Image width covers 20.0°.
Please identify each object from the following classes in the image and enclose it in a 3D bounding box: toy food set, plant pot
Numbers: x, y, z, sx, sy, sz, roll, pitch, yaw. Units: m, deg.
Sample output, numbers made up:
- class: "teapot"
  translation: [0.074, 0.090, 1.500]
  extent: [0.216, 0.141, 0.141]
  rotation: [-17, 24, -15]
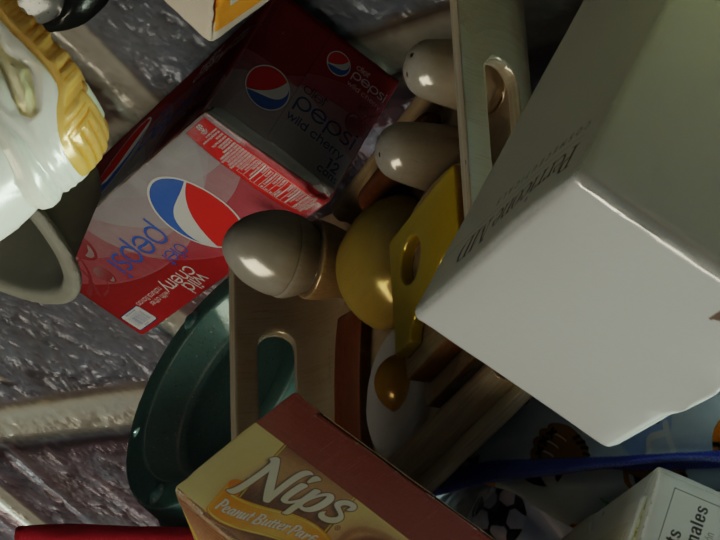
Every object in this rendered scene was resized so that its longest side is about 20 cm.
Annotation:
- class: "toy food set"
  translation: [0.000, 0.000, 0.687]
  extent: [0.060, 0.144, 0.200]
  rotation: [10, 148, -20]
- class: "plant pot"
  translation: [-0.012, 0.076, 0.853]
  extent: [0.134, 0.200, 0.200]
  rotation: [33, 152, -27]

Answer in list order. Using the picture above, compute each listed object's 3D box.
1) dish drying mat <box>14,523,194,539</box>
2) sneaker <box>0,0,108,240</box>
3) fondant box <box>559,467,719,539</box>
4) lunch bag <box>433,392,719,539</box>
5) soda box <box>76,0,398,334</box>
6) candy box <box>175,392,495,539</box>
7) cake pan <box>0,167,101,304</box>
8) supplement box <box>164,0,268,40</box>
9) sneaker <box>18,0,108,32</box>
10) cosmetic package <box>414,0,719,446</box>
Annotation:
- class: "dish drying mat"
  translation: [-0.045, 0.131, 0.789]
  extent: [0.200, 0.018, 0.077]
  rotation: [-3, 118, 35]
- class: "sneaker"
  translation: [-0.162, -0.072, 0.560]
  extent: [0.200, 0.088, 0.076]
  rotation: [40, 168, 27]
- class: "fondant box"
  translation: [0.153, 0.141, 0.647]
  extent: [0.200, 0.058, 0.144]
  rotation: [24, 157, -3]
- class: "lunch bag"
  translation: [0.112, 0.024, 0.713]
  extent: [0.124, 0.170, 0.200]
  rotation: [42, 151, -29]
- class: "soda box"
  translation: [-0.066, -0.040, 0.873]
  extent: [0.063, 0.070, 0.200]
  rotation: [37, 150, -14]
- class: "candy box"
  translation: [0.017, 0.144, 0.658]
  extent: [0.115, 0.055, 0.200]
  rotation: [33, 152, 37]
- class: "cake pan"
  translation: [-0.171, -0.062, 0.708]
  extent: [0.200, 0.037, 0.200]
  rotation: [30, 162, 11]
- class: "supplement box"
  translation: [-0.082, -0.183, 0.610]
  extent: [0.200, 0.074, 0.126]
  rotation: [43, 153, 13]
- class: "sneaker"
  translation: [-0.102, -0.122, 0.571]
  extent: [0.116, 0.075, 0.200]
  rotation: [51, 165, -15]
- class: "cosmetic package"
  translation: [0.102, -0.061, 0.558]
  extent: [0.071, 0.200, 0.101]
  rotation: [34, 150, -8]
